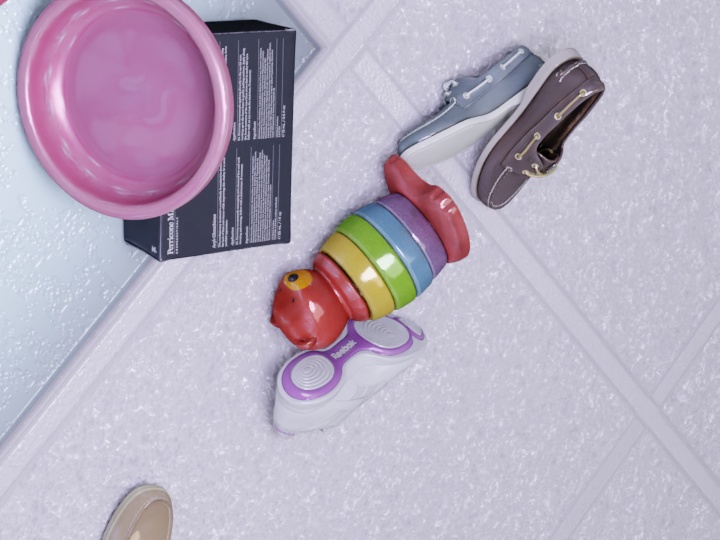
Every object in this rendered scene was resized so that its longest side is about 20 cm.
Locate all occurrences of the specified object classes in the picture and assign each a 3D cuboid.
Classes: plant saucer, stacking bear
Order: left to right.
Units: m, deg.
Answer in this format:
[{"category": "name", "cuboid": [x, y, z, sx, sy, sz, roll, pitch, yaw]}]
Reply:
[{"category": "plant saucer", "cuboid": [-0.192, -0.146, 1.286, 0.051, 0.199, 0.202, -34, 129, -65]}, {"category": "stacking bear", "cuboid": [0.000, 0.000, 1.508, 0.200, 0.121, 0.114, -37, 133, -12]}]

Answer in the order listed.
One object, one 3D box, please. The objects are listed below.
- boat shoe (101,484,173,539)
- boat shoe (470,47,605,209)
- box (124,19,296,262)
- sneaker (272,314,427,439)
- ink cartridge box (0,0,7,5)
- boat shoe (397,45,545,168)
[{"category": "boat shoe", "cuboid": [-0.216, 0.306, 1.465, 0.072, 0.065, 0.201, 15, 95, -38]}, {"category": "boat shoe", "cuboid": [0.182, -0.134, 1.577, 0.072, 0.060, 0.200, -10, 141, -47]}, {"category": "box", "cuboid": [-0.138, -0.121, 1.384, 0.141, 0.079, 0.201, -10, 110, -36]}, {"category": "sneaker", "cuboid": [-0.016, 0.106, 1.562, 0.199, 0.075, 0.100, -25, 148, -37]}, {"category": "ink cartridge box", "cuboid": [-0.315, -0.317, 1.188, 0.145, 0.083, 0.201, -41, 124, -19]}, {"category": "boat shoe", "cuboid": [0.112, -0.170, 1.579, 0.199, 0.073, 0.062, -30, 77, -18]}]
